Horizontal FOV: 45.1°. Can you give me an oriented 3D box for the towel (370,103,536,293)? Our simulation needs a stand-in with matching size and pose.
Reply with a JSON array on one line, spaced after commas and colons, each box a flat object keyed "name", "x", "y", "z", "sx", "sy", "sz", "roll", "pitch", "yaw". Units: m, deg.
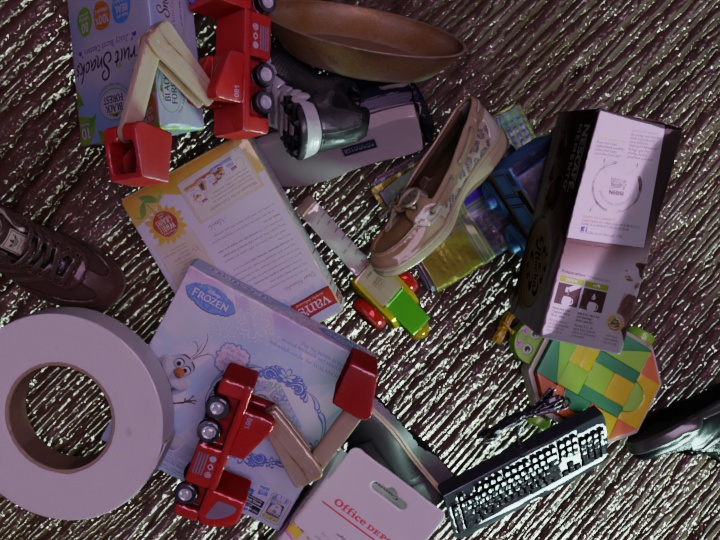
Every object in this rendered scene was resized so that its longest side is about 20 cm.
[{"name": "towel", "x": 0.123, "y": -0.079, "z": 0.946, "sx": 0.200, "sy": 0.023, "sz": 0.144, "roll": -30, "pitch": 98, "yaw": -11}]

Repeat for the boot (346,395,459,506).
[{"name": "boot", "x": -0.004, "y": 0.206, "z": 0.904, "sx": 0.138, "sy": 0.077, "sz": 0.200, "roll": -44, "pitch": 100, "yaw": -3}]

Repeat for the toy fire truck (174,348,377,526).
[{"name": "toy fire truck", "x": -0.077, "y": 0.155, "z": 0.799, "sx": 0.141, "sy": 0.049, "sz": 0.201, "roll": 21, "pitch": 102, "yaw": -3}]

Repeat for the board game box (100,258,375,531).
[{"name": "board game box", "x": -0.119, "y": 0.122, "z": 0.848, "sx": 0.200, "sy": 0.043, "sz": 0.199, "roll": 29, "pitch": 102, "yaw": -5}]

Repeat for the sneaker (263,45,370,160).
[{"name": "sneaker", "x": -0.049, "y": -0.164, "z": 0.822, "sx": 0.090, "sy": 0.200, "sz": 0.067, "roll": -8, "pitch": 125, "yaw": -20}]

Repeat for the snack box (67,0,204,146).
[{"name": "snack box", "x": -0.212, "y": -0.222, "z": 0.797, "sx": 0.053, "sy": 0.142, "sz": 0.201, "roll": -9, "pitch": 96, "yaw": -44}]

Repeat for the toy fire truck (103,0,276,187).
[{"name": "toy fire truck", "x": -0.141, "y": -0.168, "z": 0.732, "sx": 0.141, "sy": 0.049, "sz": 0.201, "roll": 3, "pitch": 86, "yaw": -46}]

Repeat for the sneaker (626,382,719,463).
[{"name": "sneaker", "x": 0.407, "y": 0.200, "z": 0.999, "sx": 0.199, "sy": 0.076, "sz": 0.115, "roll": -18, "pitch": 90, "yaw": -17}]

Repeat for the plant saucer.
[{"name": "plant saucer", "x": 0.001, "y": -0.219, "z": 0.837, "sx": 0.199, "sy": 0.200, "sz": 0.036, "roll": 5, "pitch": 118, "yaw": -14}]

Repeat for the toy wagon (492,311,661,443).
[{"name": "toy wagon", "x": 0.240, "y": 0.111, "z": 0.973, "sx": 0.200, "sy": 0.040, "sz": 0.156, "roll": 29, "pitch": 85, "yaw": -13}]

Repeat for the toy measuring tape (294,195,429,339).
[{"name": "toy measuring tape", "x": 0.000, "y": 0.000, "z": 0.891, "sx": 0.074, "sy": 0.074, "sz": 0.200, "roll": -47, "pitch": 109, "yaw": -8}]

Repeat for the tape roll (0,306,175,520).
[{"name": "tape roll", "x": -0.276, "y": 0.135, "z": 0.819, "sx": 0.202, "sy": 0.037, "sz": 0.204, "roll": 1, "pitch": 99, "yaw": 5}]

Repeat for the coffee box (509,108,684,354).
[{"name": "coffee box", "x": 0.207, "y": -0.040, "z": 0.783, "sx": 0.080, "sy": 0.113, "sz": 0.201, "roll": 12, "pitch": 98, "yaw": -6}]

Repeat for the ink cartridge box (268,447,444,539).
[{"name": "ink cartridge box", "x": -0.013, "y": 0.265, "z": 0.860, "sx": 0.116, "sy": 0.068, "sz": 0.200, "roll": 37, "pitch": 107, "yaw": 0}]

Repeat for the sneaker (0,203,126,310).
[{"name": "sneaker", "x": -0.319, "y": -0.016, "z": 0.815, "sx": 0.200, "sy": 0.076, "sz": 0.071, "roll": 27, "pitch": 86, "yaw": -13}]

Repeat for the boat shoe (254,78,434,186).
[{"name": "boat shoe", "x": -0.027, "y": -0.152, "z": 0.891, "sx": 0.199, "sy": 0.075, "sz": 0.093, "roll": -11, "pitch": 54, "yaw": 5}]

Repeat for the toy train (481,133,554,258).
[{"name": "toy train", "x": 0.202, "y": -0.046, "z": 0.897, "sx": 0.087, "sy": 0.114, "sz": 0.200, "roll": -34, "pitch": 99, "yaw": -10}]

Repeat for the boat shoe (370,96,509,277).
[{"name": "boat shoe", "x": 0.067, "y": -0.082, "z": 0.850, "sx": 0.063, "sy": 0.073, "sz": 0.200, "roll": 48, "pitch": 68, "yaw": -32}]

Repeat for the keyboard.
[{"name": "keyboard", "x": 0.174, "y": 0.198, "z": 0.920, "sx": 0.200, "sy": 0.021, "sz": 0.127, "roll": -25, "pitch": 115, "yaw": -13}]

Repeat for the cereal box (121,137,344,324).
[{"name": "cereal box", "x": -0.124, "y": -0.017, "z": 0.858, "sx": 0.144, "sy": 0.040, "sz": 0.200, "roll": -26, "pitch": 101, "yaw": 9}]
